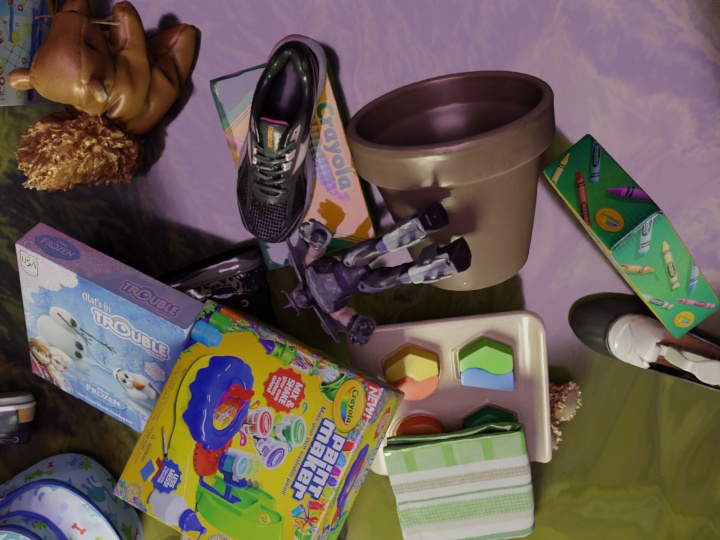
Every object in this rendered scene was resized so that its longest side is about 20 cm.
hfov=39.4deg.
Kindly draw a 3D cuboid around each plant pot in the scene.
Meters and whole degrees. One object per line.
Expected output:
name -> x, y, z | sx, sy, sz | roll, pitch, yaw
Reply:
plant pot -> 0.100, -0.083, 0.993 | 0.199, 0.201, 0.175 | -11, 118, 6

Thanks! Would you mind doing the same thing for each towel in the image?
towel -> 0.107, 0.228, 1.061 | 0.148, 0.031, 0.201 | -9, 134, 4

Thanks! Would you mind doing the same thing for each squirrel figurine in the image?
squirrel figurine -> -0.262, -0.167, 0.983 | 0.141, 0.187, 0.201 | 14, 101, 1

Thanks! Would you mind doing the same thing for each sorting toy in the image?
sorting toy -> 0.092, 0.132, 1.025 | 0.199, 0.037, 0.186 | -4, 119, 8

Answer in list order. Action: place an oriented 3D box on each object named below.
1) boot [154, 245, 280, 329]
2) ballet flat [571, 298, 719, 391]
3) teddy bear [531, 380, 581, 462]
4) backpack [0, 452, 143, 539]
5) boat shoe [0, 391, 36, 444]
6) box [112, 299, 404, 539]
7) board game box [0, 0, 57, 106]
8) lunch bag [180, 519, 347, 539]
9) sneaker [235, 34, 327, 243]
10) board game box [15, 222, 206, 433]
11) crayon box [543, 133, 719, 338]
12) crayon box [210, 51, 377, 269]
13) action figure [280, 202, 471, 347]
boot -> -0.176, 0.076, 1.082 | 0.203, 0.074, 0.154 | -21, 102, 9
ballet flat -> 0.321, 0.079, 1.052 | 0.199, 0.068, 0.068 | 17, 102, 1
teddy bear -> 0.138, 0.132, 1.081 | 0.199, 0.067, 0.146 | 7, 117, 0
backpack -> -0.348, 0.316, 1.100 | 0.199, 0.147, 0.183 | -34, 99, 6
boat shoe -> -0.460, 0.175, 1.118 | 0.199, 0.075, 0.063 | -5, 94, -1
box -> -0.091, 0.163, 0.959 | 0.192, 0.122, 0.201 | 24, 86, 15
board game box -> -0.353, -0.260, 0.965 | 0.056, 0.200, 0.197 | 6, 101, 3
lunch bag -> -0.122, 0.335, 1.080 | 0.167, 0.139, 0.201 | 20, 123, 11
sneaker -> -0.083, -0.124, 0.955 | 0.080, 0.086, 0.201 | 7, 101, 4
board game box -> -0.253, 0.073, 1.027 | 0.199, 0.043, 0.200 | 25, 134, 14
crayon box -> 0.262, -0.029, 0.959 | 0.058, 0.119, 0.200 | -39, 138, 10
crayon box -> -0.066, -0.115, 1.038 | 0.118, 0.058, 0.201 | -16, 99, 7
action figure -> 0.000, 0.000, 0.941 | 0.199, 0.069, 0.131 | -23, 107, 32
